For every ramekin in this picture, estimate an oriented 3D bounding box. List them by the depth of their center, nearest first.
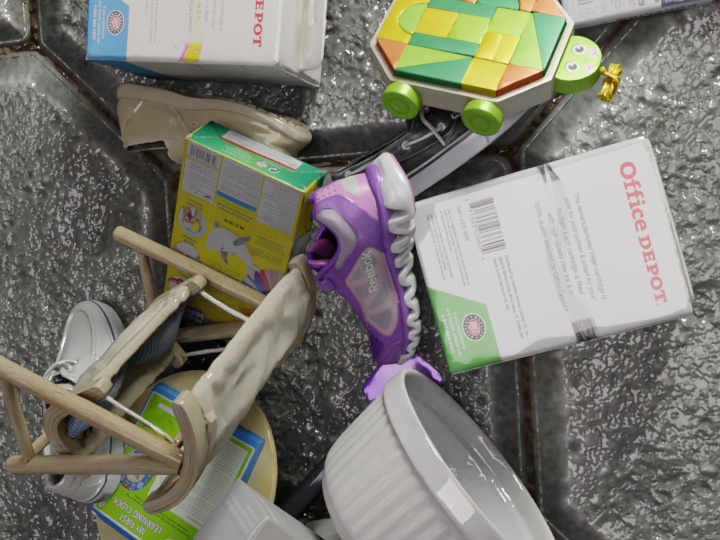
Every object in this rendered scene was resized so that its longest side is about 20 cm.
[{"bbox_3d":[0.059,0.189,0.703,0.105,0.200,0.200,-41,83,10],"label":"ramekin"}]

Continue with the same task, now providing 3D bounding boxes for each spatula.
[{"bbox_3d":[-0.009,0.155,0.795,0.056,0.021,0.200,42,82,8],"label":"spatula"}]

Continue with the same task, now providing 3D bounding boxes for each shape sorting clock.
[{"bbox_3d":[-0.158,0.189,0.785,0.199,0.039,0.201,-11,64,23],"label":"shape sorting clock"}]

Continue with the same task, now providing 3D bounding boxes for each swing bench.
[{"bbox_3d":[-0.160,0.077,0.711,0.199,0.199,0.130,10,124,20],"label":"swing bench"}]

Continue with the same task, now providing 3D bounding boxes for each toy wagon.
[{"bbox_3d":[0.112,-0.181,0.708,0.199,0.040,0.156,16,64,21],"label":"toy wagon"}]

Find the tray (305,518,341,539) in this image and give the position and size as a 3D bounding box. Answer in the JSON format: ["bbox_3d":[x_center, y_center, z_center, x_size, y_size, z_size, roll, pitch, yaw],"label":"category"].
[{"bbox_3d":[0.048,0.276,0.803,0.199,0.022,0.108,-10,92,14],"label":"tray"}]

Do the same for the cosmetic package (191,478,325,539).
[{"bbox_3d":[-0.036,0.261,0.690,0.200,0.107,0.090,43,79,-19],"label":"cosmetic package"}]

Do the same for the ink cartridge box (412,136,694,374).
[{"bbox_3d":[0.156,-0.011,0.729,0.199,0.084,0.147,-15,89,14],"label":"ink cartridge box"}]

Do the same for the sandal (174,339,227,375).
[{"bbox_3d":[-0.147,0.167,0.837,0.075,0.048,0.201,5,81,18],"label":"sandal"}]

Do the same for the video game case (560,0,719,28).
[{"bbox_3d":[0.247,-0.316,0.723,0.181,0.023,0.201,-7,90,14],"label":"video game case"}]

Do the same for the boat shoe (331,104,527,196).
[{"bbox_3d":[0.063,-0.119,0.753,0.199,0.074,0.068,-34,99,22],"label":"boat shoe"}]

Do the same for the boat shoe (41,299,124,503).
[{"bbox_3d":[-0.259,0.111,0.811,0.073,0.065,0.201,-26,58,19],"label":"boat shoe"}]

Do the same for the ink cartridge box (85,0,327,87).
[{"bbox_3d":[-0.116,-0.233,0.763,0.199,0.125,0.129,6,95,13],"label":"ink cartridge box"}]

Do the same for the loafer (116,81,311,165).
[{"bbox_3d":[-0.137,-0.125,0.805,0.199,0.076,0.069,15,98,22],"label":"loafer"}]

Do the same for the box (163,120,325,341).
[{"bbox_3d":[-0.109,-0.019,0.782,0.117,0.048,0.201,25,125,10],"label":"box"}]

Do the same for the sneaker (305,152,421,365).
[{"bbox_3d":[0.000,0.000,0.731,0.088,0.081,0.201,-14,127,-9],"label":"sneaker"}]
